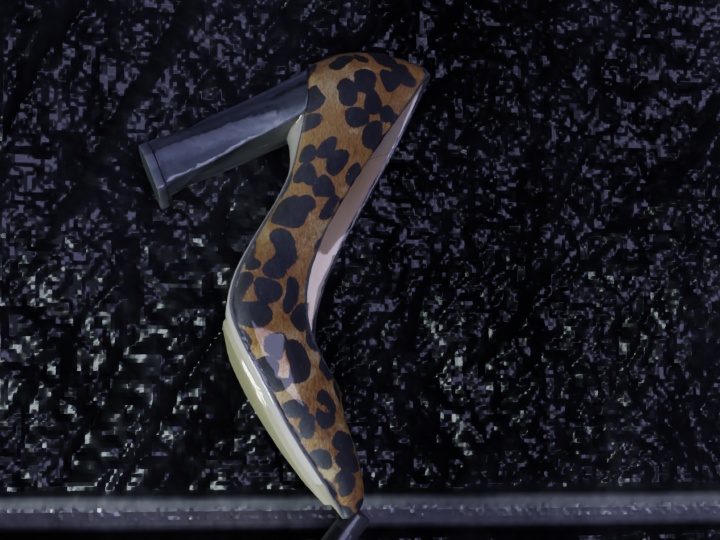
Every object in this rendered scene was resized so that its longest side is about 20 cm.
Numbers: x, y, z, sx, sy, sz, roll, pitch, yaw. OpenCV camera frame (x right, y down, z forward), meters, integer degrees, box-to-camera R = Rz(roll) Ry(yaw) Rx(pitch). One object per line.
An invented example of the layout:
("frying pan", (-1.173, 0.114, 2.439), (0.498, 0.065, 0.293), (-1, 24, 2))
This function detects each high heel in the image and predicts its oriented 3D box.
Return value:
("high heel", (0.000, 0.000, 0.910), (0.142, 0.071, 0.201), (-24, 81, -10))

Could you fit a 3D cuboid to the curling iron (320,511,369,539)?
("curling iron", (-0.050, 0.196, 0.897), (0.049, 0.026, 0.201), (22, 71, 27))
